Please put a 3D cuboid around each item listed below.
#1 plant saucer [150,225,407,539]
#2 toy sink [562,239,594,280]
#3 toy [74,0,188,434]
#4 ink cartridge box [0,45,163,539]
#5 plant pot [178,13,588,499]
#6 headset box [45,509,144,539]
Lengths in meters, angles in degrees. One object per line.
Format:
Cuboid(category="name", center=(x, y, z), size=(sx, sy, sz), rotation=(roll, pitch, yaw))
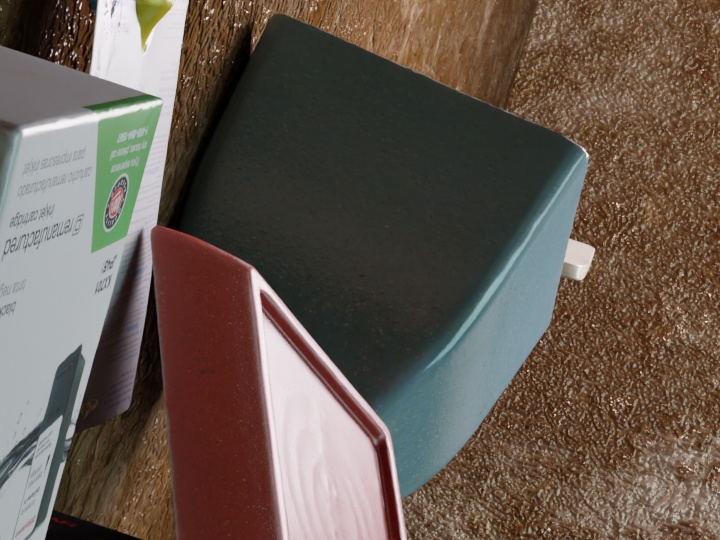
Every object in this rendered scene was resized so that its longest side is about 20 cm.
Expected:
Cuboid(category="plant saucer", center=(-0.021, 0.103, 0.905), size=(0.200, 0.037, 0.200), rotation=(52, 24, -51))
Cuboid(category="toy sink", center=(0.083, 0.012, 1.822), size=(0.130, 0.199, 0.113), rotation=(-43, 149, -77))
Cuboid(category="toy", center=(-0.110, -0.037, 0.861), size=(0.115, 0.047, 0.201), rotation=(-25, 128, -76))
Cuboid(category="ink cartridge box", center=(-0.139, 0.036, 0.658), size=(0.147, 0.083, 0.201), rotation=(-38, 145, -77))
Cuboid(category="plant pot", center=(-0.011, 0.019, 1.215), size=(0.200, 0.196, 0.196), rotation=(-59, 167, -30))
Cuboid(category="headset box", center=(-0.121, 0.168, 0.843), size=(0.200, 0.148, 0.078), rotation=(-43, 150, -74))
